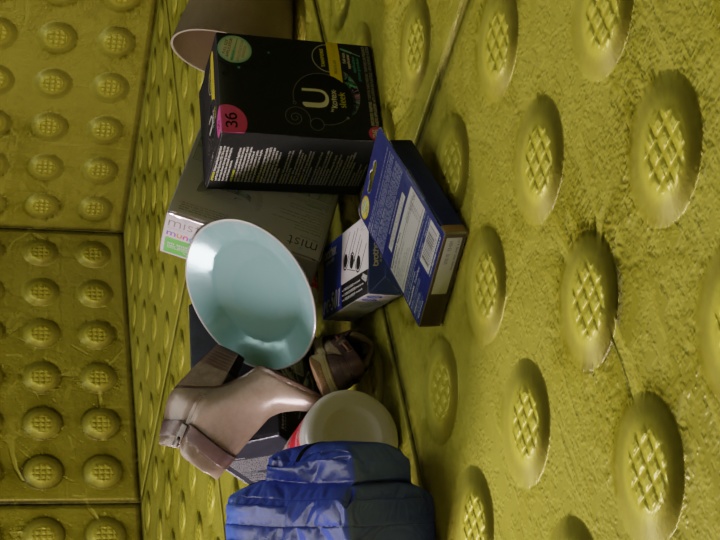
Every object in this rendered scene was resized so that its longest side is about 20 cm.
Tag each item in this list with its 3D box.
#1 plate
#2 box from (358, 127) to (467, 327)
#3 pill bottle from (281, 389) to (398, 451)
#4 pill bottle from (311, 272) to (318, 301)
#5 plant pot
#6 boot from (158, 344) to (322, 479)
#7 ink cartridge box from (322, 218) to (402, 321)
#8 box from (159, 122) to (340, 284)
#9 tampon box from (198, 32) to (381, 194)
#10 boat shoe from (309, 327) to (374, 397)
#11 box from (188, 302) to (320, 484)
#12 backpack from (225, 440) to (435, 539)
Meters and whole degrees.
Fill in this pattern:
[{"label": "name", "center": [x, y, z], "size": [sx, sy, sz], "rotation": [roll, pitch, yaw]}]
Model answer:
[{"label": "plate", "center": [-0.129, 0.027, 1.692], "size": [0.199, 0.026, 0.202], "rotation": [17, 122, 30]}, {"label": "box", "center": [0.052, -0.051, 1.466], "size": [0.201, 0.032, 0.122], "rotation": [-118, 33, -46]}, {"label": "pill bottle", "center": [-0.034, 0.223, 1.623], "size": [0.200, 0.111, 0.113], "rotation": [122, 147, -61]}, {"label": "pill bottle", "center": [-0.115, -0.051, 1.919], "size": [0.111, 0.110, 0.202], "rotation": [140, 130, -69]}, {"label": "plant pot", "center": [-0.177, -0.417, 2.141], "size": [0.187, 0.186, 0.202], "rotation": [148, 137, -71]}, {"label": "boot", "center": [-0.146, 0.182, 1.677], "size": [0.147, 0.199, 0.070], "rotation": [-63, -31, -10]}, {"label": "ink cartridge box", "center": [0.000, 0.000, 1.654], "size": [0.200, 0.044, 0.095], "rotation": [145, 127, -71]}, {"label": "box", "center": [-0.132, -0.086, 1.771], "size": [0.097, 0.198, 0.177], "rotation": [114, 173, -56]}, {"label": "tampon box", "center": [-0.090, -0.190, 1.713], "size": [0.126, 0.198, 0.151], "rotation": [118, 150, -56]}, {"label": "boat shoe", "center": [-0.015, 0.106, 1.666], "size": [0.200, 0.072, 0.073], "rotation": [-30, -83, -86]}, {"label": "box", "center": [-0.135, 0.157, 1.829], "size": [0.197, 0.123, 0.202], "rotation": [50, -148, -63]}, {"label": "backpack", "center": [-0.038, 0.265, 1.441], "size": [0.199, 0.162, 0.169], "rotation": [-14, 71, 38]}]
